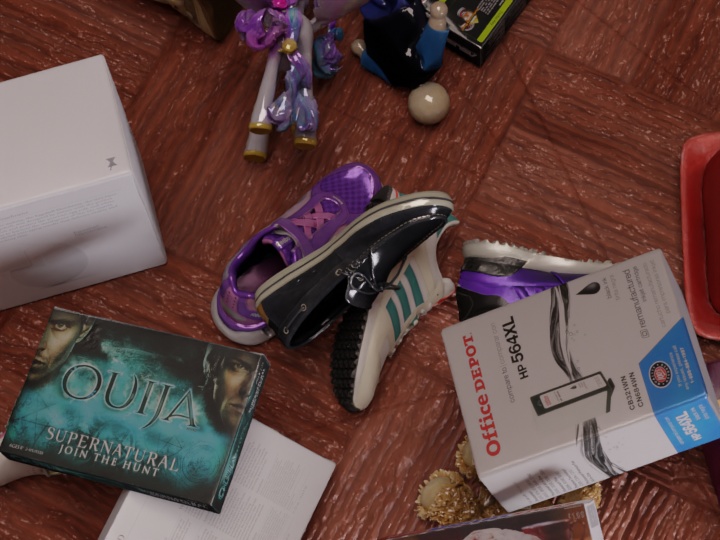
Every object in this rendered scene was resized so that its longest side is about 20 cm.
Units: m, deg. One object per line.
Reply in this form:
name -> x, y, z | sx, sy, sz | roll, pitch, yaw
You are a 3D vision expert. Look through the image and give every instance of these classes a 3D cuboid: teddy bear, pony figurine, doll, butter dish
teddy bear -> 0.138, 0.224, 1.662 | 0.199, 0.067, 0.146 | 25, 68, 19
pony figurine -> -0.064, -0.212, 1.756 | 0.165, 0.193, 0.202 | 7, 79, -4
doll -> 0.035, -0.229, 1.795 | 0.048, 0.136, 0.202 | -24, 99, -38
butter dish -> 0.382, -0.049, 1.698 | 0.198, 0.148, 0.202 | 0, 70, 4

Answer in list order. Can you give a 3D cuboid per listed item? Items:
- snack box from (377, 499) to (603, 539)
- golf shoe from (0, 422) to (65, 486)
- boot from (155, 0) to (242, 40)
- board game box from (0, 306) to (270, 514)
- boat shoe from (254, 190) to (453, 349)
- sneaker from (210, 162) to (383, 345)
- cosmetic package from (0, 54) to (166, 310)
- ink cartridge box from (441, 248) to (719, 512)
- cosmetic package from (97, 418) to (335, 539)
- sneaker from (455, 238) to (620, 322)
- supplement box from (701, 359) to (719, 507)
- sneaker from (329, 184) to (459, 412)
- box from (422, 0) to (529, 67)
snack box -> 0.107, 0.240, 1.612 | 0.199, 0.024, 0.073 | -15, 88, 29
golf shoe -> -0.235, 0.148, 1.698 | 0.199, 0.075, 0.092 | -27, 75, -6
boot -> -0.189, -0.301, 1.793 | 0.155, 0.200, 0.073 | 29, 75, 14
board game box -> -0.188, 0.113, 1.634 | 0.198, 0.028, 0.136 | 11, 69, 18
boat shoe -> 0.000, 0.000, 1.650 | 0.199, 0.074, 0.063 | -33, 66, 18
sneaker -> -0.053, -0.023, 1.743 | 0.080, 0.089, 0.200 | 40, 76, 17
cosmetic package -> -0.289, -0.069, 1.712 | 0.198, 0.200, 0.124 | -16, 70, -3
ink cartridge box -> 0.181, 0.091, 1.617 | 0.199, 0.084, 0.147 | -21, 58, 12
cosmetic package -> -0.132, 0.217, 1.654 | 0.150, 0.052, 0.201 | 30, 72, -11
sneaker -> 0.178, 0.041, 1.723 | 0.198, 0.070, 0.100 | 11, 77, 11
supplement box -> 0.391, 0.128, 1.656 | 0.198, 0.103, 0.132 | -14, 70, -1
sneaker -> 0.037, 0.031, 1.727 | 0.093, 0.070, 0.202 | 14, 82, -19
box -> 0.091, -0.323, 1.868 | 0.192, 0.048, 0.201 | 33, 75, 12
